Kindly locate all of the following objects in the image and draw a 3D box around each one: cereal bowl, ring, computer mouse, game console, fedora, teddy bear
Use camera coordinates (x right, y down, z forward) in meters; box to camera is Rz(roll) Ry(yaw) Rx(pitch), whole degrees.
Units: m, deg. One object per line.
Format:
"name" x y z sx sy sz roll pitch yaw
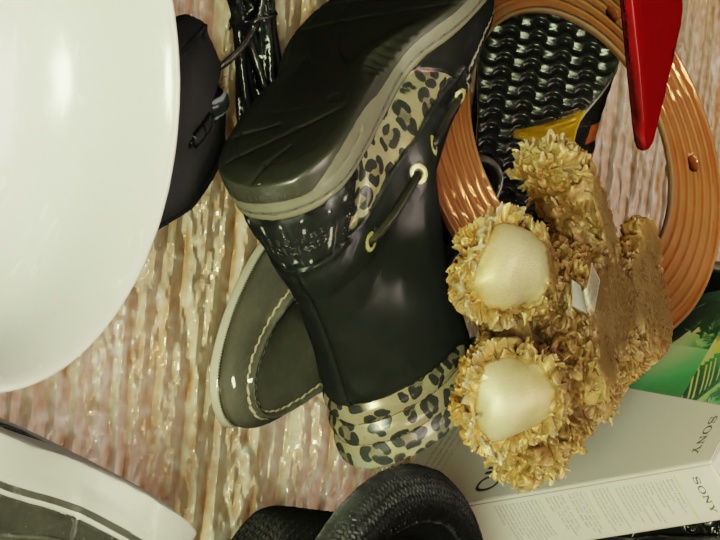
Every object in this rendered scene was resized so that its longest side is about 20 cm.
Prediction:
"cereal bowl" -0.149 -0.059 0.974 0.200 0.083 0.201 -12 105 -58
"ring" 0.095 -0.058 1.329 0.200 0.019 0.201 17 62 -36
"computer mouse" -0.075 -0.087 1.132 0.200 0.046 0.141 -32 123 -54
"game console" 0.086 -0.169 1.295 0.200 0.172 0.119 -66 -178 -65
"fedora" -0.025 0.173 1.209 0.200 0.091 0.201 -28 124 -52
"teddy bear" 0.073 0.020 1.190 0.200 0.067 0.146 -46 126 -62

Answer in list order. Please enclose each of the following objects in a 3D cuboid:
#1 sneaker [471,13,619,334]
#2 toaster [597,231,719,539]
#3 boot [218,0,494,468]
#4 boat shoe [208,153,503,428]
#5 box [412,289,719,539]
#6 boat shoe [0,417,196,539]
"sneaker" 0.083 -0.056 1.409 0.090 0.070 0.201 103 -1 -61
"toaster" 0.183 0.084 1.469 0.119 0.180 0.201 -10 102 -60
"boot" 0.017 -0.029 1.211 0.204 0.073 0.154 -54 133 -49
"boat shoe" 0.000 0.000 1.264 0.200 0.057 0.067 -52 136 -44
"box" 0.117 0.070 1.339 0.036 0.199 0.144 58 43 -22
"boat shoe" -0.131 0.091 1.049 0.200 0.071 0.064 32 83 -58
